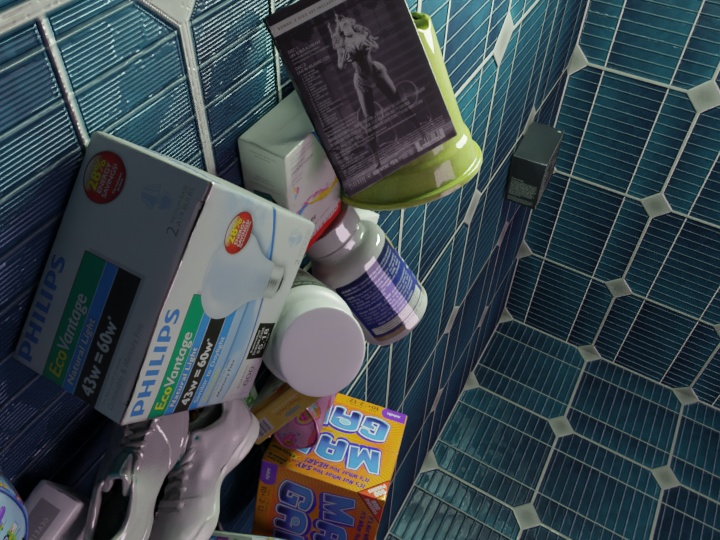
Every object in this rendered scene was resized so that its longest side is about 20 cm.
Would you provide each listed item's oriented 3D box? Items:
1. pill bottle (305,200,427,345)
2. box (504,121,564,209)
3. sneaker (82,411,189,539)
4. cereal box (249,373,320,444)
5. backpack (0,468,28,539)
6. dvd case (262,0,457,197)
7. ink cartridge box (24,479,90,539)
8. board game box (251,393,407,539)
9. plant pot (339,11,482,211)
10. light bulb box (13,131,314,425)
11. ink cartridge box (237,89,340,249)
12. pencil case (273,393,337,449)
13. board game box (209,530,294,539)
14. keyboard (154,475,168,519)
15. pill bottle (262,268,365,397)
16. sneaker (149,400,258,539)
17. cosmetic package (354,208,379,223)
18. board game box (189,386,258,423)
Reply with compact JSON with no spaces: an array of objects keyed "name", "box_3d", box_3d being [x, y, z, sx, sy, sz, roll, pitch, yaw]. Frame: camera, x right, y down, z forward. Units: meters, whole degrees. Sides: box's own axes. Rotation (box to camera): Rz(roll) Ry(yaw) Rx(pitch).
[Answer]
[{"name":"pill bottle","box_3d":[0.000,0.000,0.894,0.201,0.118,0.121,52,58,-31]},{"name":"box","box_3d":[0.589,-0.358,2.136,0.201,0.122,0.200,-55,158,-34]},{"name":"sneaker","box_3d":[-0.217,0.181,0.602,0.089,0.074,0.204,98,-1,-67]},{"name":"cereal box","box_3d":[-0.079,0.141,0.871,0.143,0.040,0.200,-39,-171,13]},{"name":"backpack","box_3d":[-0.302,0.210,0.409,0.201,0.133,0.184,-55,158,-38]},{"name":"dvd case","box_3d":[0.006,-0.204,0.674,0.147,0.016,0.202,-30,110,-9]},{"name":"ink cartridge box","box_3d":[-0.318,0.296,0.615,0.162,0.050,0.201,-59,177,-24]},{"name":"board game box","box_3d":[-0.051,0.351,1.054,0.200,0.196,0.203,-61,165,-61]},{"name":"plant pot","box_3d":[0.042,-0.207,0.782,0.201,0.197,0.187,-48,134,-41]},{"name":"light bulb box","box_3d":[-0.162,0.010,0.568,0.201,0.123,0.200,-68,161,3]},{"name":"ink cartridge box","box_3d":[-0.078,-0.095,0.758,0.117,0.066,0.202,-52,156,-36]},{"name":"pencil case","box_3d":[-0.080,0.198,0.992,0.200,0.086,0.089,-57,163,-67]},{"name":"board game box","box_3d":[-0.186,0.397,0.907,0.201,0.132,0.035,65,29,-64]},{"name":"keyboard","box_3d":[-0.226,0.274,0.748,0.199,0.020,0.129,-11,123,-64]},{"name":"pill bottle","box_3d":[-0.072,0.065,0.734,0.116,0.112,0.200,-67,-158,2]},{"name":"sneaker","box_3d":[-0.188,0.220,0.690,0.089,0.074,0.202,64,35,-36]},{"name":"cosmetic package","box_3d":[-0.034,0.001,1.001,0.082,0.050,0.203,-14,124,-63]},{"name":"board game box","box_3d":[-0.190,0.183,0.812,0.127,0.034,0.201,-56,158,-28]}]
